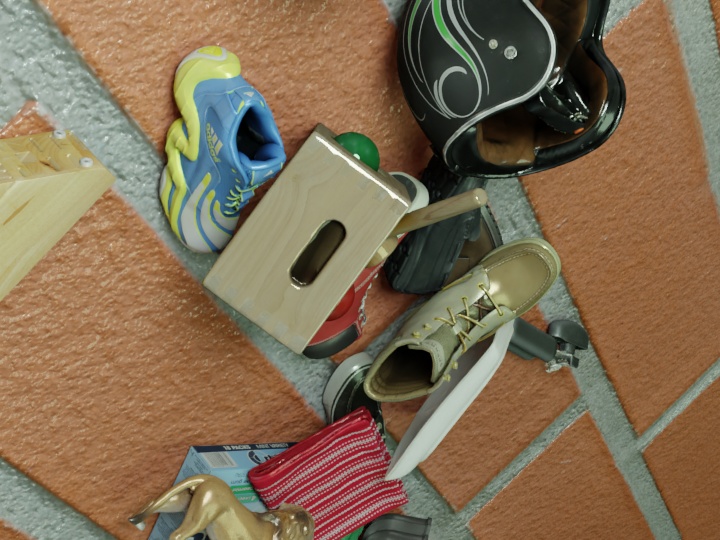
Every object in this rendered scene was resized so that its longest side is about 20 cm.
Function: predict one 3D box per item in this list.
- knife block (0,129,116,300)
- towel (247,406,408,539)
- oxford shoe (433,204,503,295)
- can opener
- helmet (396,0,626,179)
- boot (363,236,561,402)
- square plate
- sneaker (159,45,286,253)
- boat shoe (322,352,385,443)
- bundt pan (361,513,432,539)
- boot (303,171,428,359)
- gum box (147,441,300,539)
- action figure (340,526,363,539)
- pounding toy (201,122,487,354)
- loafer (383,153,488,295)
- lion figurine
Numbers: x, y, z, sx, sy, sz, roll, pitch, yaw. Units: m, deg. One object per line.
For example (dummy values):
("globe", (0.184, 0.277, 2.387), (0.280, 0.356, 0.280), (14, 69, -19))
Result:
("knife block", (-0.296, -0.008, 0.980), (0.200, 0.064, 0.176), (-15, 132, -35))
("towel", (-0.030, 0.235, 1.384), (0.144, 0.023, 0.200), (-29, 140, -5))
("oxford shoe", (0.102, -0.013, 1.344), (0.084, 0.073, 0.200), (-23, 134, -16))
("can opener", (0.213, 0.081, 1.556), (0.200, 0.053, 0.067), (22, 72, -52))
("helmet", (0.129, -0.196, 1.112), (0.199, 0.191, 0.200), (-9, 158, -3))
("boot", (0.100, 0.051, 1.258), (0.200, 0.072, 0.155), (-34, -176, 29))
("square plate", (0.108, 0.128, 1.401), (0.198, 0.028, 0.200), (-53, 179, 20))
("sneaker", (-0.113, -0.079, 1.055), (0.076, 0.105, 0.200), (-22, 135, -28))
("boat shoe", (0.001, 0.179, 1.420), (0.071, 0.064, 0.200), (-21, 135, -28))
("bundt pan", (0.021, 0.385, 1.550), (0.202, 0.076, 0.202), (18, 90, -86))
("boot", (0.000, 0.000, 1.263), (0.200, 0.072, 0.144), (-40, 144, 2))
("gum box", (-0.143, 0.279, 1.387), (0.170, 0.045, 0.200), (5, 119, -45))
("action figure", (-0.044, 0.332, 1.520), (0.118, 0.055, 0.200), (15, 105, -47))
("pounding toy", (-0.015, -0.035, 1.086), (0.200, 0.142, 0.184), (-53, -174, 7))
("loafer", (0.089, -0.057, 1.256), (0.070, 0.068, 0.201), (8, 128, -26))
("lion figurine", (-0.133, 0.256, 1.285), (0.123, 0.072, 0.200), (-47, 131, -6))
